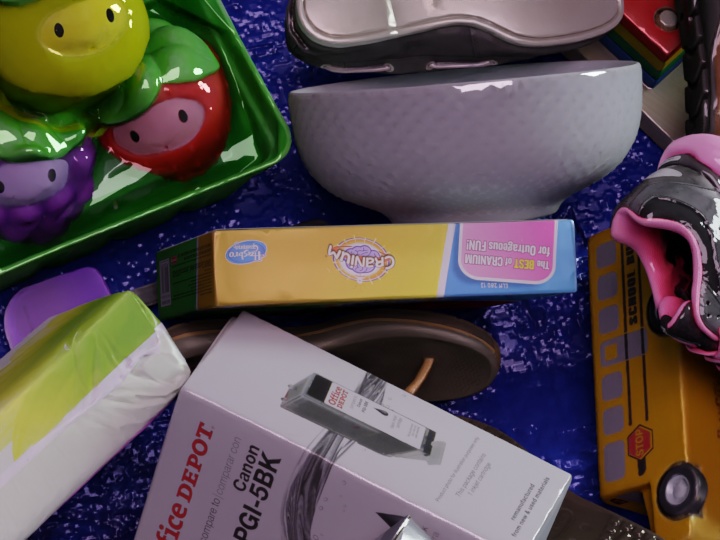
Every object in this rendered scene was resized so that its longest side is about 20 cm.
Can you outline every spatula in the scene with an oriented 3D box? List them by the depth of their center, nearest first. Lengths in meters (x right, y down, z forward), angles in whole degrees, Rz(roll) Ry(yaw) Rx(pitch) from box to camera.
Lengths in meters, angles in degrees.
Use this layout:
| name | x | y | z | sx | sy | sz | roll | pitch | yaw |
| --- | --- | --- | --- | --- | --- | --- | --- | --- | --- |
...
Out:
| name | x | y | z | sx | sy | sz | roll | pitch | yaw |
| --- | --- | --- | --- | --- | --- | --- | --- | --- | --- |
| spatula | -0.106 | 0.008 | 1.570 | 0.200 | 0.021 | 0.057 | -21 | 88 | -19 |

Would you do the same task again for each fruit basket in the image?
| name | x | y | z | sx | sy | sz | roll | pitch | yaw |
| --- | --- | --- | --- | --- | --- | --- | --- | --- | --- |
| fruit basket | -0.154 | -0.098 | 1.511 | 0.215 | 0.216 | 0.156 | -23 | 73 | -17 |

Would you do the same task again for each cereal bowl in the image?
| name | x | y | z | sx | sy | sz | roll | pitch | yaw |
| --- | --- | --- | --- | --- | --- | --- | --- | --- | --- |
| cereal bowl | 0.061 | -0.070 | 1.548 | 0.200 | 0.200 | 0.084 | -7 | 95 | -11 |

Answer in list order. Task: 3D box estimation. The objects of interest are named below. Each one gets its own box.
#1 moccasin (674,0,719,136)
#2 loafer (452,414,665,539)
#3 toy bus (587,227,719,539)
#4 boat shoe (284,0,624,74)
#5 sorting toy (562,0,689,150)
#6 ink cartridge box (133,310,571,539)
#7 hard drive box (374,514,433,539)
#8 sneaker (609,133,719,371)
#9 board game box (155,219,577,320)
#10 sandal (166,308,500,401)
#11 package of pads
| name | x | y | z | sx | sy | sz | roll | pitch | yaw |
| --- | --- | --- | --- | --- | --- | --- | --- | --- | --- |
| moccasin | 0.225 | -0.161 | 1.587 | 0.078 | 0.074 | 0.202 | 1 | 69 | -11 |
| loafer | 0.087 | 0.150 | 1.512 | 0.200 | 0.068 | 0.076 | 32 | 47 | 27 |
| toy bus | 0.176 | 0.071 | 1.552 | 0.065 | 0.078 | 0.200 | 19 | 61 | -41 |
| boat shoe | 0.052 | -0.150 | 1.602 | 0.199 | 0.057 | 0.067 | -4 | 75 | -15 |
| sorting toy | 0.242 | -0.161 | 1.667 | 0.200 | 0.070 | 0.199 | 44 | 69 | 10 |
| ink cartridge box | -0.010 | 0.135 | 1.448 | 0.200 | 0.147 | 0.083 | 26 | 37 | 9 |
| hard drive box | 0.037 | 0.247 | 1.394 | 0.200 | 0.156 | 0.077 | 44 | 39 | -6 |
| sneaker | 0.201 | 0.029 | 1.489 | 0.095 | 0.079 | 0.200 | -32 | 91 | -41 |
| board game box | 0.000 | 0.000 | 1.509 | 0.199 | 0.153 | 0.040 | -2 | 87 | -15 |
| sandal | -0.022 | 0.063 | 1.530 | 0.199 | 0.080 | 0.054 | -1 | 57 | -3 |
| package of pads | -0.192 | 0.101 | 1.448 | 0.200 | 0.154 | 0.068 | -43 | 99 | -18 |
